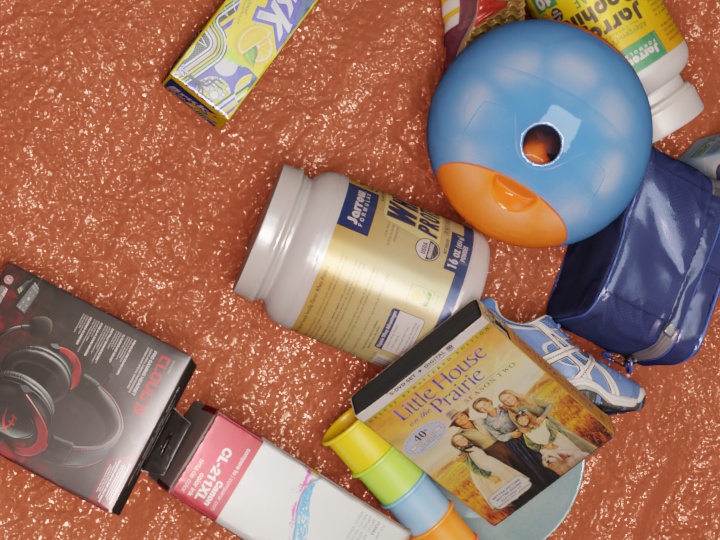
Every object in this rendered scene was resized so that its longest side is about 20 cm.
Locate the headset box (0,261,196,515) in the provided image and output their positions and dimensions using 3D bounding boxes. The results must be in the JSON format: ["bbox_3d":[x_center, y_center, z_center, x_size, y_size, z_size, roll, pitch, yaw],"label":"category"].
[{"bbox_3d":[-0.242,0.106,1.474,0.199,0.075,0.149,28,80,2],"label":"headset box"}]

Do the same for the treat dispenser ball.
[{"bbox_3d":[0.157,-0.120,1.527,0.199,0.201,0.203,1,87,-15],"label":"treat dispenser ball"}]

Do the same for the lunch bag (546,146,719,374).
[{"bbox_3d":[0.271,-0.002,1.611,0.131,0.136,0.202,22,81,-13],"label":"lunch bag"}]

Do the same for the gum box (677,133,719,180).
[{"bbox_3d":[0.396,-0.056,1.615,0.045,0.200,0.170,-42,98,-13],"label":"gum box"}]

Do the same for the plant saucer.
[{"bbox_3d":[0.110,0.167,1.609,0.199,0.039,0.203,1,88,-15],"label":"plant saucer"}]

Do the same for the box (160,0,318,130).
[{"bbox_3d":[-0.092,-0.229,1.561,0.070,0.064,0.201,38,78,-11],"label":"box"}]

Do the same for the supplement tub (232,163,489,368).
[{"bbox_3d":[0.000,0.000,1.527,0.199,0.144,0.145,22,82,-6],"label":"supplement tub"}]

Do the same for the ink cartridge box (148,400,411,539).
[{"bbox_3d":[-0.072,0.202,1.502,0.199,0.146,0.083,34,81,-11],"label":"ink cartridge box"}]

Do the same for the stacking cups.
[{"bbox_3d":[0.047,0.210,1.542,0.060,0.060,0.201,-39,99,-14],"label":"stacking cups"}]

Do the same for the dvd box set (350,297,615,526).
[{"bbox_3d":[0.108,0.127,1.505,0.146,0.029,0.200,-39,124,15],"label":"dvd box set"}]

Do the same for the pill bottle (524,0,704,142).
[{"bbox_3d":[0.237,-0.218,1.625,0.112,0.113,0.201,-32,96,-14],"label":"pill bottle"}]

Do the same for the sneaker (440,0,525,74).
[{"bbox_3d":[0.108,-0.245,1.618,0.074,0.090,0.202,-1,113,-23],"label":"sneaker"}]

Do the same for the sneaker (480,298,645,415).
[{"bbox_3d":[0.178,0.083,1.573,0.199,0.076,0.078,19,71,-24],"label":"sneaker"}]
